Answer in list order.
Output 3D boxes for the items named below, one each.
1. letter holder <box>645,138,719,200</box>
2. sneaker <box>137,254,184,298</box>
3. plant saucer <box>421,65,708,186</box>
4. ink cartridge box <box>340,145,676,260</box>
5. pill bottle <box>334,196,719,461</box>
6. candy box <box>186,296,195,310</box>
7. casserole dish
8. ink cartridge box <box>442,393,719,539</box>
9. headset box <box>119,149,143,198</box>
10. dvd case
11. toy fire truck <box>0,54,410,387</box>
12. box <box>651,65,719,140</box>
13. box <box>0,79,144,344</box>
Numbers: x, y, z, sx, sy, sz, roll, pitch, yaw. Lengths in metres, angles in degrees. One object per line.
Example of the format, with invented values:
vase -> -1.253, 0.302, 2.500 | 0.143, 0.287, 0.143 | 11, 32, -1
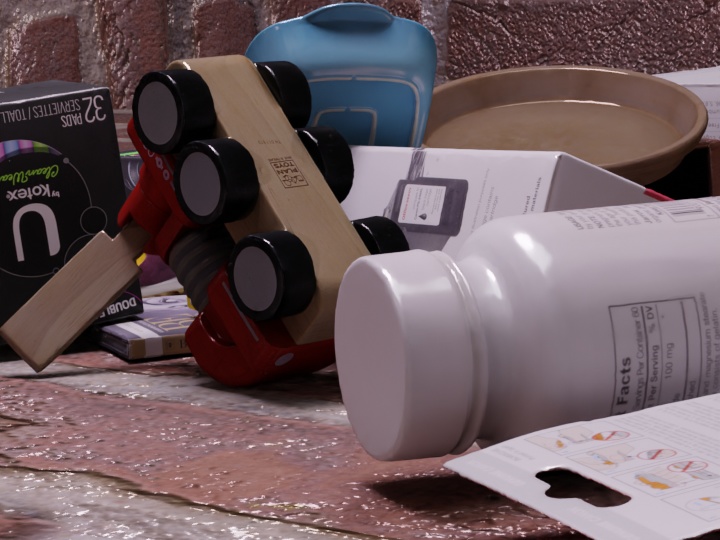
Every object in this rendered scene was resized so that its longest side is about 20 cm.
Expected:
letter holder -> 0.138, -0.039, 1.525 | 0.142, 0.101, 0.200 | -8, 9, -22
sneaker -> -0.102, -0.034, 1.496 | 0.200, 0.090, 0.075 | -15, -3, 27
plant saucer -> 0.124, -0.088, 1.429 | 0.199, 0.030, 0.200 | -2, 24, 1
ink cartridge box -> 0.086, -0.012, 1.262 | 0.145, 0.084, 0.200 | 18, -8, -37
pill bottle -> 0.096, 0.030, 0.986 | 0.199, 0.115, 0.114 | -5, 8, -21
candy box -> 0.000, 0.000, 1.387 | 0.200, 0.026, 0.102 | -17, 25, -36
casserole dish -> -0.017, -0.076, 1.339 | 0.121, 0.200, 0.039 | -1, 51, -12
ink cartridge box -> 0.154, 0.086, 0.849 | 0.199, 0.047, 0.160 | -12, 11, -20
headset box -> -0.087, -0.052, 1.718 | 0.200, 0.093, 0.174 | 1, 8, 31
dvd case -> -0.074, 0.028, 1.415 | 0.199, 0.016, 0.149 | -6, 9, -22
toy fire truck -> -0.097, 0.002, 1.249 | 0.128, 0.176, 0.200 | -11, -30, -42
box -> 0.291, -0.086, 1.684 | 0.199, 0.131, 0.200 | -9, 10, -39
box -> -0.255, -0.030, 1.376 | 0.199, 0.149, 0.124 | -13, 11, -22
